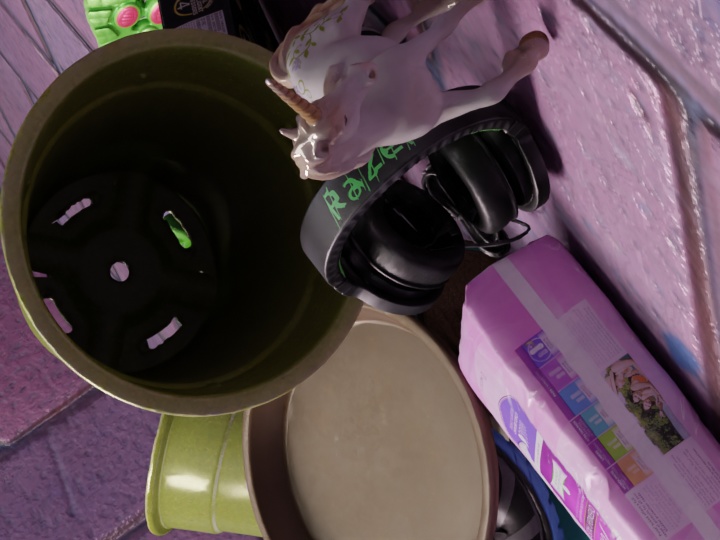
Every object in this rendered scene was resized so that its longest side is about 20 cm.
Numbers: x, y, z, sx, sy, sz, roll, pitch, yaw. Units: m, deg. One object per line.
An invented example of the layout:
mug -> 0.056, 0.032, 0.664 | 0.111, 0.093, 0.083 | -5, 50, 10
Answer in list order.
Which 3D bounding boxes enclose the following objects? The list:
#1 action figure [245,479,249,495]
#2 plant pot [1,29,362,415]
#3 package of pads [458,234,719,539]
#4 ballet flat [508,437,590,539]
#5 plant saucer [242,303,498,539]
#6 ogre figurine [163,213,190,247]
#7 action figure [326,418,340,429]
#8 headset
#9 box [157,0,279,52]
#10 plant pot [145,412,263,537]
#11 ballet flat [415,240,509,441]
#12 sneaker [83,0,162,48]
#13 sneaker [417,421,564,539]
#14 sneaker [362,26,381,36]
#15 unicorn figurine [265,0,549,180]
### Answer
action figure -> 0.007, 0.069, 1.683 | 0.134, 0.149, 0.200 | 49, 140, -14
plant pot -> -0.115, -0.012, 1.421 | 0.201, 0.200, 0.190 | 56, 160, -3
package of pads -> 0.131, 0.087, 1.367 | 0.200, 0.075, 0.121 | 53, 172, 17
ballet flat -> 0.159, 0.158, 1.521 | 0.200, 0.070, 0.071 | 53, 170, 26
plant saucer -> 0.009, 0.112, 1.504 | 0.199, 0.029, 0.202 | 9, 104, 42
ogre figurine -> -0.104, -0.057, 1.976 | 0.200, 0.098, 0.120 | 35, 145, 21
action figure -> 0.000, 0.000, 1.591 | 0.052, 0.065, 0.201 | 37, -138, -54
headset -> 0.033, -0.042, 1.311 | 0.094, 0.123, 0.200 | 52, -170, 23
box -> -0.076, -0.121, 1.575 | 0.201, 0.049, 0.162 | -105, -7, -50
plant pot -> -0.035, 0.127, 1.902 | 0.189, 0.201, 0.200 | 18, 161, 10
ballet flat -> 0.070, 0.059, 1.555 | 0.068, 0.072, 0.201 | -103, 1, -52
sneaker -> -0.157, -0.194, 1.796 | 0.200, 0.076, 0.084 | 103, 161, -57
sneaker -> 0.075, 0.175, 1.516 | 0.071, 0.082, 0.201 | 8, 119, 62
sneaker -> -0.022, -0.102, 1.484 | 0.083, 0.071, 0.200 | 54, 170, 14
unicorn figurine -> 0.010, -0.092, 1.174 | 0.074, 0.137, 0.200 | 57, 170, -11
